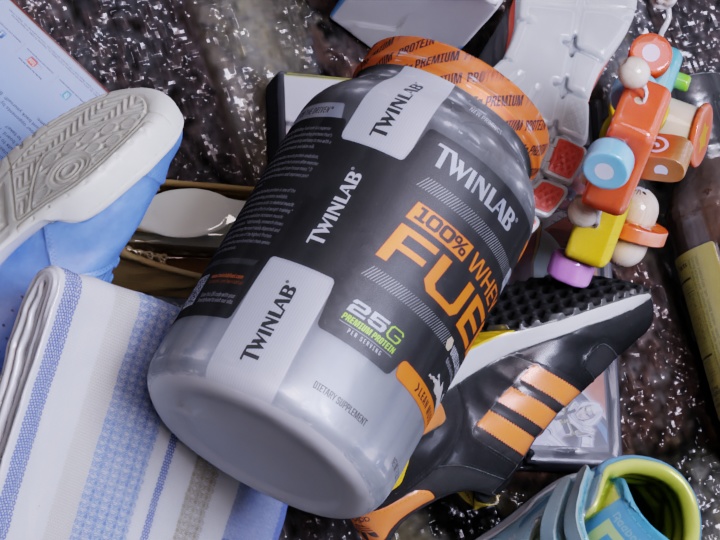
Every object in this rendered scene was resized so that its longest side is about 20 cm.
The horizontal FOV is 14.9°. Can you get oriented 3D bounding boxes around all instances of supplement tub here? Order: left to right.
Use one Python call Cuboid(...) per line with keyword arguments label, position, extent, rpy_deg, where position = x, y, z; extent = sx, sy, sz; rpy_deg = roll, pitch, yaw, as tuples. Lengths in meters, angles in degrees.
Cuboid(label="supplement tub", position=(0.000, 0.000, 1.241), extent=(0.122, 0.123, 0.200), rpy_deg=(32, 68, -7))

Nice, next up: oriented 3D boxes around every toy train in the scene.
Cuboid(label="toy train", position=(0.146, -0.070, 1.352), extent=(0.056, 0.150, 0.200), rpy_deg=(21, 39, 5))

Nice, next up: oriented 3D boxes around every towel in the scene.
Cuboid(label="towel", position=(-0.100, 0.089, 1.255), extent=(0.200, 0.024, 0.147), rpy_deg=(23, 81, -50))

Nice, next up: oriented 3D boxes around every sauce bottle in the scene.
Cuboid(label="sauce bottle", position=(0.198, -0.005, 1.440), extent=(0.065, 0.065, 0.200), rpy_deg=(-8, 77, -21))

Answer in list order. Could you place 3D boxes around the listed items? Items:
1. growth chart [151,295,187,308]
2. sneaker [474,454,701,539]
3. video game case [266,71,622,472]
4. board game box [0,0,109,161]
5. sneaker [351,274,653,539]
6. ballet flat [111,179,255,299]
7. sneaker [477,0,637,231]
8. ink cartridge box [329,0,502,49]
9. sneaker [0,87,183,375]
Cuboid(label="growth chart", position=(-0.160, 0.064, 1.319), extent=(0.145, 0.018, 0.200), rpy_deg=(39, 65, -5))
Cuboid(label="sneaker", position=(0.080, 0.153, 1.313), extent=(0.200, 0.131, 0.080), rpy_deg=(-40, 91, -25))
Cuboid(label="video game case", position=(0.043, 0.001, 1.405), extent=(0.180, 0.026, 0.200), rpy_deg=(4, 72, -18))
Cuboid(label="board game box", position=(-0.210, -0.102, 1.345), extent=(0.200, 0.019, 0.103), rpy_deg=(44, 62, 3))
Cuboid(label="sneaker", position=(0.064, 0.067, 1.353), extent=(0.200, 0.070, 0.090), rpy_deg=(-22, 111, -31))
Cuboid(label="ballet flat", position=(-0.043, -0.012, 1.332), extent=(0.200, 0.063, 0.069), rpy_deg=(2, 68, -13))
Cuboid(label="sneaker", position=(0.076, -0.071, 1.379), extent=(0.077, 0.082, 0.200), rpy_deg=(33, 67, 0))
Cuboid(label="ink cartridge box", position=(0.074, -0.205, 1.433), extent=(0.067, 0.116, 0.200), rpy_deg=(35, 65, -4))
Cuboid(label="sneaker", position=(-0.139, 0.015, 1.266), extent=(0.200, 0.077, 0.111), rpy_deg=(-47, 126, -12))
